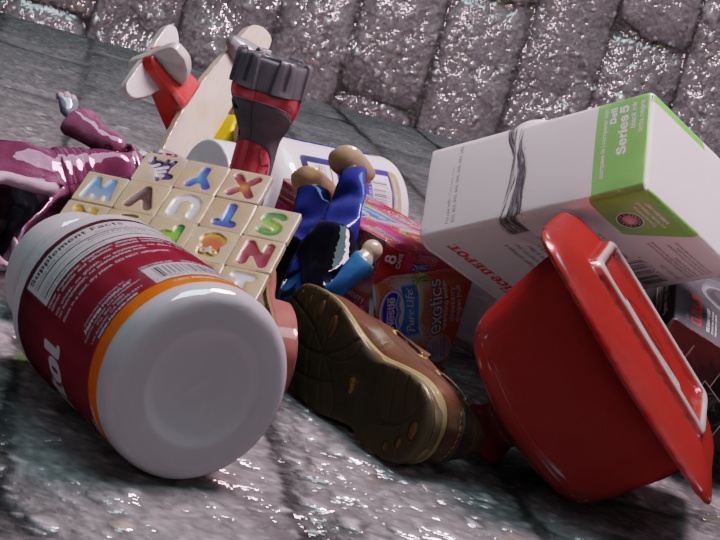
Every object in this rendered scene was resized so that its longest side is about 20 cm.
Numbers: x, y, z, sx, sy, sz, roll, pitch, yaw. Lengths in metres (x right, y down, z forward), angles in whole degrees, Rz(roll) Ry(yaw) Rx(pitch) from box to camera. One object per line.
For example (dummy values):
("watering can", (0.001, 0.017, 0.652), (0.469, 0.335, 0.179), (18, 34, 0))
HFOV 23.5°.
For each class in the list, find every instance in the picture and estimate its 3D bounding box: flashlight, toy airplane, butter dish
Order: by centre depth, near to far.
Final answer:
("butter dish", (0.136, 0.078, 1.153), (0.201, 0.147, 0.199), (59, 13, 1))
("flashlight", (-0.096, -0.083, 1.441), (0.067, 0.201, 0.068), (11, 12, -31))
("toy airplane", (-0.148, -0.151, 1.725), (0.140, 0.201, 0.199), (8, 5, 30))

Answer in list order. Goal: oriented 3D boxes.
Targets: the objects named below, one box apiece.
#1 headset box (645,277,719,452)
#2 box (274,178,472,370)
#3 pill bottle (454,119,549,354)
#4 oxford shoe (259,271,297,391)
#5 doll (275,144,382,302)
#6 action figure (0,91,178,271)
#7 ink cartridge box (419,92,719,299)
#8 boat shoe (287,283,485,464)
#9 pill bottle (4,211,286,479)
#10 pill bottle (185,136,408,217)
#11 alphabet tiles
("headset box", (0.290, 0.077, 1.338), (0.199, 0.077, 0.149), (33, 23, -2))
("box", (0.000, 0.000, 1.438), (0.095, 0.100, 0.200), (11, 12, -30))
("pill bottle", (0.135, -0.032, 1.498), (0.111, 0.201, 0.112), (18, -32, 12))
("oxford shoe", (-0.098, 0.028, 1.226), (0.074, 0.071, 0.200), (8, 11, -17))
("doll", (-0.039, -0.004, 1.323), (0.048, 0.136, 0.201), (45, 36, -29))
("action figure", (-0.222, -0.072, 1.292), (0.199, 0.135, 0.149), (-13, 3, -30))
("ink cartridge box", (0.167, -0.045, 1.309), (0.199, 0.084, 0.145), (-12, -32, 37))
("boat shoe", (0.011, 0.073, 1.166), (0.067, 0.072, 0.200), (15, 15, -38))
("pill bottle", (-0.134, 0.034, 1.007), (0.112, 0.114, 0.200), (10, 12, -33))
("pill bottle", (-0.065, -0.063, 1.614), (0.199, 0.120, 0.120), (9, 13, -37))
("alphabet tiles", (-0.140, -0.012, 1.195), (0.165, 0.006, 0.200), (12, 44, 13))
